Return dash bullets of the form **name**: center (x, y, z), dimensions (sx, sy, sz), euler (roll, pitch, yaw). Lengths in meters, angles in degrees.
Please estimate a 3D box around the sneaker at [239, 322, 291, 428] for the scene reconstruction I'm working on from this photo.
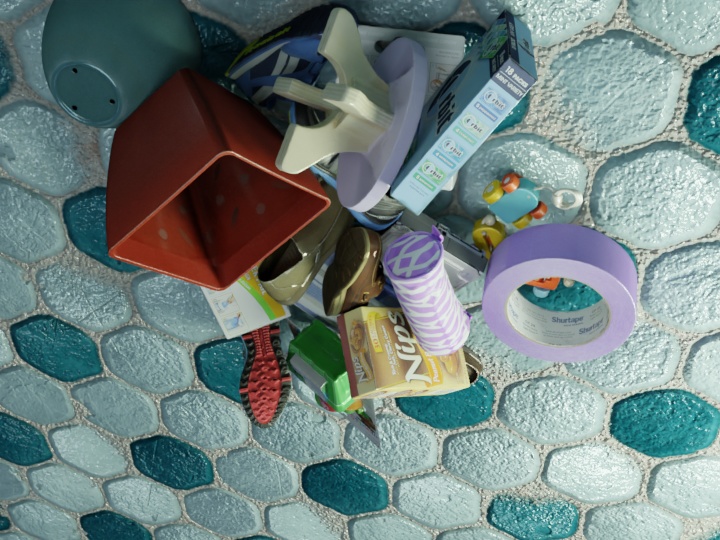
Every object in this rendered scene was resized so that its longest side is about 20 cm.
- **sneaker**: center (-0.143, 0.145, 1.543), dimensions (0.078, 0.202, 0.096), euler (-4, 160, 0)

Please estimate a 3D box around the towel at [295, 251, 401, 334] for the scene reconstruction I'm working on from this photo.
- **towel**: center (-0.022, 0.036, 1.473), dimensions (0.146, 0.024, 0.200), euler (34, 149, -13)

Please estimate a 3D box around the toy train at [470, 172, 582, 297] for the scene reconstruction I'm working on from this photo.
- **toy train**: center (0.222, -0.056, 1.330), dimensions (0.149, 0.056, 0.201), euler (10, 137, 6)

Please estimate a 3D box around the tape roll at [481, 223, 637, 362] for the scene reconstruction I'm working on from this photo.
- **tape roll**: center (0.261, 0.033, 1.323), dimensions (0.198, 0.066, 0.201), euler (9, 138, 8)

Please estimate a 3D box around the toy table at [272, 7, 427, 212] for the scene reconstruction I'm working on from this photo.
- **toy table**: center (-0.014, -0.179, 1.125), dimensions (0.116, 0.202, 0.183), euler (19, 171, -31)

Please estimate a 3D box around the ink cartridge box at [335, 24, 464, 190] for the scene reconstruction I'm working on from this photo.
- **ink cartridge box**: center (0.049, -0.206, 1.258), dimensions (0.161, 0.057, 0.202), euler (8, 116, 10)

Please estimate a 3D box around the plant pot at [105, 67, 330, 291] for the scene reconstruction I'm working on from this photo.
- **plant pot**: center (-0.191, -0.119, 1.220), dimensions (0.199, 0.177, 0.199), euler (-37, 148, 21)

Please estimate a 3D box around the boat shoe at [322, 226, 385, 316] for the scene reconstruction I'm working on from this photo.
- **boat shoe**: center (0.000, 0.001, 1.330), dimensions (0.067, 0.073, 0.200), euler (0, 154, -15)

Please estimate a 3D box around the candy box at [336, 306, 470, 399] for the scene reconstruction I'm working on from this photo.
- **candy box**: center (0.062, 0.115, 1.408), dimensions (0.199, 0.117, 0.055), euler (5, 158, -46)

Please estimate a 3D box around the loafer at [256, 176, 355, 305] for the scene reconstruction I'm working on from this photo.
- **loafer**: center (-0.072, -0.046, 1.349), dimensions (0.076, 0.201, 0.067), euler (30, -175, 33)

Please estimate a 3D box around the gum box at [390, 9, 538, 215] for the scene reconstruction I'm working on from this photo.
- **gum box**: center (0.115, -0.179, 1.131), dimensions (0.044, 0.170, 0.200), euler (34, 118, -13)

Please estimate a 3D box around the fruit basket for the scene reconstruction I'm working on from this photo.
- **fruit basket**: center (-0.045, 0.180, 1.562), dimensions (0.185, 0.093, 0.201), euler (38, 150, 30)

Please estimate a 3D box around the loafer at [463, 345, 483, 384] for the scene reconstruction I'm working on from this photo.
- **loafer**: center (0.095, 0.149, 1.524), dimensions (0.198, 0.072, 0.073), euler (12, 137, -18)

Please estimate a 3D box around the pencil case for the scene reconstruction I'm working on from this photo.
- **pencil case**: center (0.092, 0.033, 1.314), dimensions (0.085, 0.084, 0.201), euler (-31, 143, -3)

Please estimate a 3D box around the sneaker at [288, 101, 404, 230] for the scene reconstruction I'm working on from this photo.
- **sneaker**: center (-0.014, -0.139, 1.248), dimensions (0.082, 0.071, 0.200), euler (-36, 111, 23)

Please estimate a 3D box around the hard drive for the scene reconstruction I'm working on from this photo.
- **hard drive**: center (0.071, -0.009, 1.388), dimensions (0.139, 0.038, 0.200), euler (30, 151, -12)

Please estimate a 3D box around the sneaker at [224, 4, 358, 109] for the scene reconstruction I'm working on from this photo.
- **sneaker**: center (-0.072, -0.256, 1.217), dimensions (0.199, 0.074, 0.082), euler (-16, 122, 40)

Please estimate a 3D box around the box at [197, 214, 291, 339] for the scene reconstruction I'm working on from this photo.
- **box**: center (-0.183, -0.022, 1.422), dimensions (0.100, 0.113, 0.201), euler (-20, 127, 1)

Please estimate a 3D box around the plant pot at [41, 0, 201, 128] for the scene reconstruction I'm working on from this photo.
- **plant pot**: center (-0.312, -0.255, 1.247), dimensions (0.198, 0.135, 0.201), euler (8, 134, 9)
